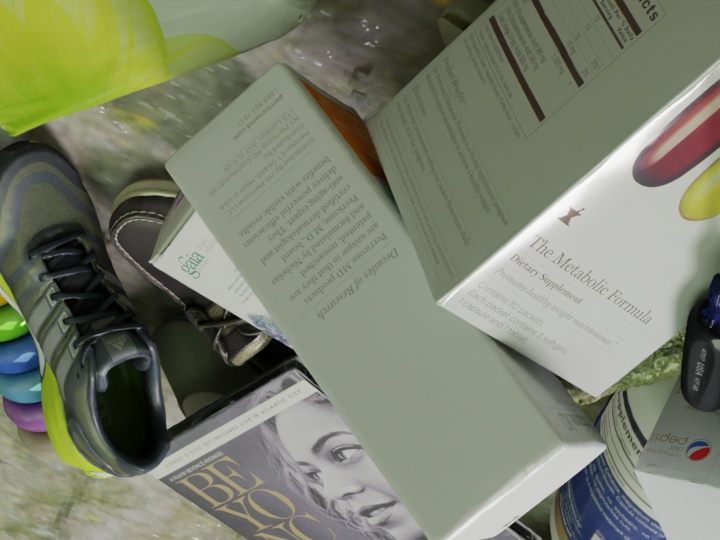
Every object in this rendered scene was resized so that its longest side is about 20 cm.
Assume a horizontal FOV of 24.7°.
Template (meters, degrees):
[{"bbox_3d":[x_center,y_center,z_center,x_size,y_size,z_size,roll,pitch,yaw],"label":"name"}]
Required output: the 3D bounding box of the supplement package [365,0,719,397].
[{"bbox_3d":[0.118,-0.066,0.650,0.200,0.110,0.113,-42,134,22],"label":"supplement package"}]

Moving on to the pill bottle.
[{"bbox_3d":[0.180,0.091,0.862,0.110,0.112,0.201,19,137,-1],"label":"pill bottle"}]

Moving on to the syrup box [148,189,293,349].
[{"bbox_3d":[0.000,0.000,0.852,0.199,0.082,0.079,32,136,-12],"label":"syrup box"}]

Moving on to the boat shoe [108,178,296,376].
[{"bbox_3d":[-0.055,0.024,0.910,0.199,0.065,0.072,36,136,-19],"label":"boat shoe"}]

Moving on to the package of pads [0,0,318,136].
[{"bbox_3d":[-0.127,-0.152,0.745,0.198,0.069,0.155,-15,128,33],"label":"package of pads"}]

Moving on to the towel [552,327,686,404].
[{"bbox_3d":[0.150,0.005,0.761,0.199,0.148,0.037,-18,108,34],"label":"towel"}]

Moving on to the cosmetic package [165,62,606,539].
[{"bbox_3d":[0.012,0.016,0.704,0.071,0.101,0.201,-39,75,10],"label":"cosmetic package"}]

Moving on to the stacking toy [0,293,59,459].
[{"bbox_3d":[-0.204,0.014,0.947,0.085,0.086,0.201,-8,128,27],"label":"stacking toy"}]

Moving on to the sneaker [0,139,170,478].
[{"bbox_3d":[-0.147,0.024,0.894,0.081,0.074,0.202,7,121,55],"label":"sneaker"}]

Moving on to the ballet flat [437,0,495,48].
[{"bbox_3d":[0.072,-0.120,0.718,0.071,0.069,0.201,28,138,16],"label":"ballet flat"}]

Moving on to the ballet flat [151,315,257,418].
[{"bbox_3d":[-0.056,0.109,1.003,0.067,0.064,0.200,-23,124,37],"label":"ballet flat"}]

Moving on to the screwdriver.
[{"bbox_3d":[0.138,-0.007,0.611,0.028,0.029,0.201,-20,142,-10],"label":"screwdriver"}]

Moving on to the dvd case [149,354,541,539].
[{"bbox_3d":[-0.013,0.135,0.957,0.200,0.016,0.148,39,133,-24],"label":"dvd case"}]

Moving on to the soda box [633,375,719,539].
[{"bbox_3d":[0.193,0.131,0.757,0.063,0.068,0.201,8,142,38],"label":"soda box"}]
